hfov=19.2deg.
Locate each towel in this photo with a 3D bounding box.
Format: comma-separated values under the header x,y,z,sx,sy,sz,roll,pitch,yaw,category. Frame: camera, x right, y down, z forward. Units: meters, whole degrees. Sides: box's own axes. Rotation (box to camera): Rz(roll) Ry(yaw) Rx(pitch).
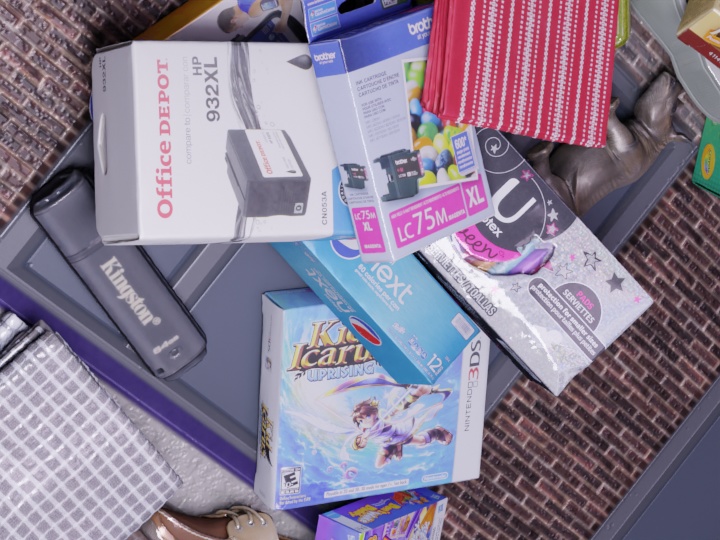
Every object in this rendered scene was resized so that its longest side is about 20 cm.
x,y,z,sx,sy,sz,roll,pitch,yaw,category
-0.253,0.151,1.647,0.166,0.086,0.200,-43,123,-8,towel
0.125,-0.174,1.616,0.200,0.022,0.145,7,88,-45,towel

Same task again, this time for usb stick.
x,y,z,sx,sy,sz,roll,pitch,yaw,category
-0.186,0.005,1.657,0.055,0.033,0.200,-40,123,-10,usb stick

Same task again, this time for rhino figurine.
x,y,z,sx,sy,sz,roll,pitch,yaw,category
0.209,-0.106,1.811,0.200,0.060,0.088,-32,117,-15,rhino figurine

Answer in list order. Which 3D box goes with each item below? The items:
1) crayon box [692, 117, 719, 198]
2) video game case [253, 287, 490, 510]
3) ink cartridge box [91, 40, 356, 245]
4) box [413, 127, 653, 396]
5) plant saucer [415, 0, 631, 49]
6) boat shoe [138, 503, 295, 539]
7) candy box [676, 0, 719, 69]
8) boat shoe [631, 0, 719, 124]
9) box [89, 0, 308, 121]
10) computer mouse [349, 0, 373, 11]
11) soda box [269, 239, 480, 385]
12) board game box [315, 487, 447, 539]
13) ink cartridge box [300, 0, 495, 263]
x,y,z,sx,sy,sz,roll,pitch,yaw,category
0.374,-0.161,1.877,0.118,0.058,0.201,1,109,-29,crayon box
0.012,0.099,1.793,0.199,0.045,0.182,-7,111,-26,video game case
-0.089,-0.094,1.572,0.199,0.084,0.146,-2,90,-27,ink cartridge box
0.121,-0.014,1.707,0.115,0.132,0.200,-44,95,-2,box
0.143,-0.216,1.699,0.199,0.048,0.200,-28,141,-16,plant saucer
-0.104,0.226,1.769,0.200,0.076,0.072,33,88,-43,boat shoe
0.343,-0.241,1.755,0.115,0.055,0.200,35,55,-15,candy box
0.276,-0.220,1.786,0.060,0.076,0.200,-38,110,-21,boat shoe
-0.108,-0.149,1.635,0.200,0.041,0.119,-38,122,-13,box
-0.007,-0.222,1.653,0.034,0.059,0.200,-20,117,-1,computer mouse
0.000,0.000,1.697,0.064,0.068,0.200,-47,107,-18,soda box
0.004,0.293,1.831,0.134,0.045,0.201,-14,119,-54,board game box
0.028,-0.118,1.568,0.119,0.042,0.201,-24,103,-42,ink cartridge box
